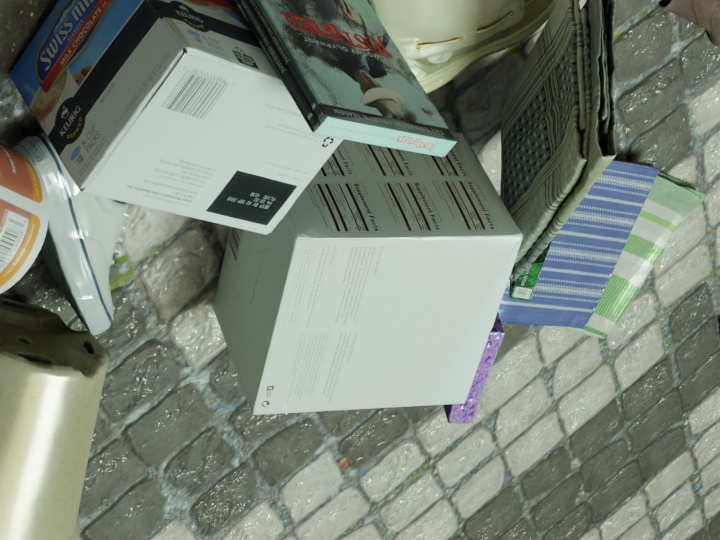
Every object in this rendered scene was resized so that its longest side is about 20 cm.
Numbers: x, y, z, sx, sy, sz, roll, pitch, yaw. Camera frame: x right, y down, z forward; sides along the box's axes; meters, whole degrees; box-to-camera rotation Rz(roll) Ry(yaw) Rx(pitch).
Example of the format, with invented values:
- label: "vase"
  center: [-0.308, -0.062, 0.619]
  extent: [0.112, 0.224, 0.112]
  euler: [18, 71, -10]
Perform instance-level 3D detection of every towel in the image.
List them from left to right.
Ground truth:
- label: "towel"
  center: [0.155, -0.119, 1.463]
  extent: [0.034, 0.194, 0.200]
  euler: [14, 146, -14]
- label: "towel"
  center: [0.215, -0.029, 1.840]
  extent: [0.144, 0.024, 0.202]
  euler: [4, 119, -37]
- label: "towel"
  center: [0.279, -0.017, 1.935]
  extent: [0.152, 0.023, 0.201]
  euler: [13, 116, -50]

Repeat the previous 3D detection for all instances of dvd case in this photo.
- label: "dvd case"
  center: [-0.024, -0.169, 1.308]
  extent: [0.145, 0.201, 0.022]
  euler: [7, 136, -48]

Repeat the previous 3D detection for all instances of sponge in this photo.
- label: "sponge"
  center: [0.088, 0.033, 1.644]
  extent: [0.029, 0.201, 0.112]
  euler: [4, 128, -13]

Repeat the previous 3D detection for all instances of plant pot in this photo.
- label: "plant pot"
  center: [-0.282, 0.128, 1.379]
  extent: [0.199, 0.200, 0.185]
  euler: [5, 112, -48]

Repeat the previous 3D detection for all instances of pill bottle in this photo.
- label: "pill bottle"
  center: [-0.312, -0.058, 1.203]
  extent: [0.112, 0.112, 0.200]
  euler: [-50, 145, 8]

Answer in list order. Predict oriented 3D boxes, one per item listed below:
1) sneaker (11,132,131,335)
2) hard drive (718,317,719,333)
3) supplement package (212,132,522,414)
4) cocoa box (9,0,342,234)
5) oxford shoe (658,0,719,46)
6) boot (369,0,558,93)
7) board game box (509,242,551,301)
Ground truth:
- label: "sneaker"
  center: [-0.208, -0.030, 1.374]
  extent: [0.070, 0.073, 0.201]
  euler: [-27, 142, -17]
- label: "hard drive"
  center: [0.536, 0.041, 2.257]
  extent: [0.199, 0.025, 0.132]
  euler: [-37, 145, -11]
- label: "supplement package"
  center: [0.000, 0.000, 1.511]
  extent: [0.198, 0.148, 0.193]
  euler: [-1, 130, -22]
- label: "cocoa box"
  center: [-0.125, -0.129, 1.297]
  extent: [0.199, 0.132, 0.134]
  euler: [12, 124, -50]
- label: "oxford shoe"
  center: [0.315, -0.268, 1.692]
  extent: [0.072, 0.072, 0.200]
  euler: [-18, 151, 12]
- label: "boot"
  center: [0.087, -0.248, 1.457]
  extent: [0.199, 0.072, 0.155]
  euler: [-35, 142, -13]
- label: "board game box"
  center: [0.154, -0.085, 1.592]
  extent: [0.023, 0.202, 0.105]
  euler: [9, 146, -5]
